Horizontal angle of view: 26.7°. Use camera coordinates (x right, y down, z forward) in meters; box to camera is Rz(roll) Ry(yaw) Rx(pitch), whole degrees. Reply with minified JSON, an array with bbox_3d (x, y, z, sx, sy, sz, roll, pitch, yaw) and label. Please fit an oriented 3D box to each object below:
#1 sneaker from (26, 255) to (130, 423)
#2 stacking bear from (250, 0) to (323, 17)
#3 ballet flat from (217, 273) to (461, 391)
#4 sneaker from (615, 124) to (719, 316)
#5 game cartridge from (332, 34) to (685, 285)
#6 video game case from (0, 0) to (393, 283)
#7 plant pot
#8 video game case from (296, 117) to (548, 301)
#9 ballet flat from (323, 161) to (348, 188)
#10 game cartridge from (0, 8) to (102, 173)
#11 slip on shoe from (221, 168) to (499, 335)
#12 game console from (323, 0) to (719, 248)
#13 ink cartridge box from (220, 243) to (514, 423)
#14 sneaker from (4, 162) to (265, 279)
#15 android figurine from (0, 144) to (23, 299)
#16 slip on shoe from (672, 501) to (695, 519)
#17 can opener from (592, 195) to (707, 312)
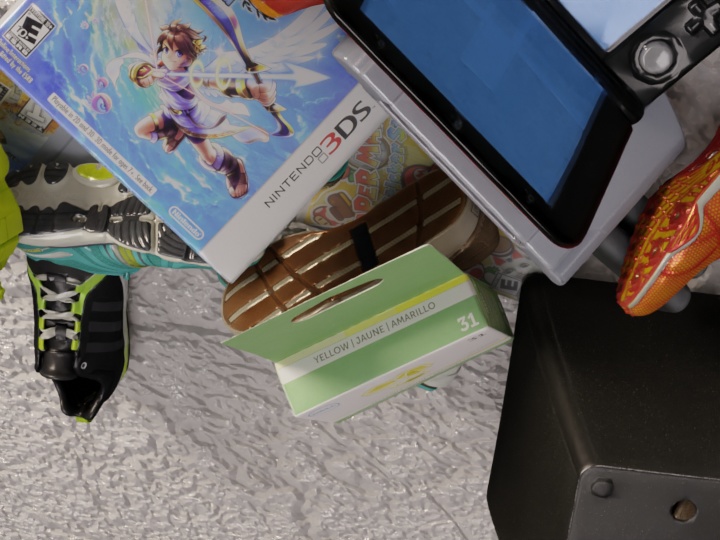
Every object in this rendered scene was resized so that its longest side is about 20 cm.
[{"bbox_3d":[-0.215,0.044,1.159,0.071,0.083,0.201,6,139,12],"label":"sneaker"},{"bbox_3d":[-0.086,-0.198,0.787,0.198,0.121,0.115,22,99,-21],"label":"stacking bear"},{"bbox_3d":[-0.006,0.018,1.093,0.199,0.070,0.069,28,137,-16],"label":"ballet flat"},{"bbox_3d":[0.227,-0.044,0.897,0.077,0.073,0.200,33,111,-16],"label":"sneaker"},{"bbox_3d":[0.095,-0.105,0.884,0.200,0.134,0.040,43,174,-19],"label":"game cartridge"},{"bbox_3d":[-0.085,-0.126,0.878,0.200,0.045,0.181,43,91,-17],"label":"video game case"},{"bbox_3d":[0.194,0.140,1.009,0.198,0.178,0.201,7,118,1],"label":"plant pot"},{"bbox_3d":[0.066,-0.072,0.997,0.180,0.023,0.201,20,138,-3],"label":"video game case"},{"bbox_3d":[-0.079,-0.136,0.953,0.075,0.068,0.201,1,133,53],"label":"ballet flat"},{"bbox_3d":[-0.256,-0.117,1.043,0.199,0.042,0.133,34,131,-18],"label":"game cartridge"},{"bbox_3d":[0.000,0.000,1.015,0.199,0.077,0.061,-29,142,17],"label":"slip on shoe"},{"bbox_3d":[0.107,-0.148,0.791,0.172,0.119,0.200,-39,111,21],"label":"game console"},{"bbox_3d":[0.012,0.046,0.975,0.144,0.048,0.200,-26,168,10],"label":"ink cartridge box"},{"bbox_3d":[-0.155,-0.032,1.044,0.198,0.078,0.080,6,153,13],"label":"sneaker"},{"bbox_3d":[-0.296,-0.065,1.005,0.181,0.041,0.202,-14,104,40],"label":"android figurine"},{"bbox_3d":[0.235,0.193,1.182,0.199,0.076,0.061,36,118,-16],"label":"slip on shoe"},{"bbox_3d":[0.138,-0.047,0.958,0.199,0.053,0.066,36,167,-20],"label":"can opener"}]
